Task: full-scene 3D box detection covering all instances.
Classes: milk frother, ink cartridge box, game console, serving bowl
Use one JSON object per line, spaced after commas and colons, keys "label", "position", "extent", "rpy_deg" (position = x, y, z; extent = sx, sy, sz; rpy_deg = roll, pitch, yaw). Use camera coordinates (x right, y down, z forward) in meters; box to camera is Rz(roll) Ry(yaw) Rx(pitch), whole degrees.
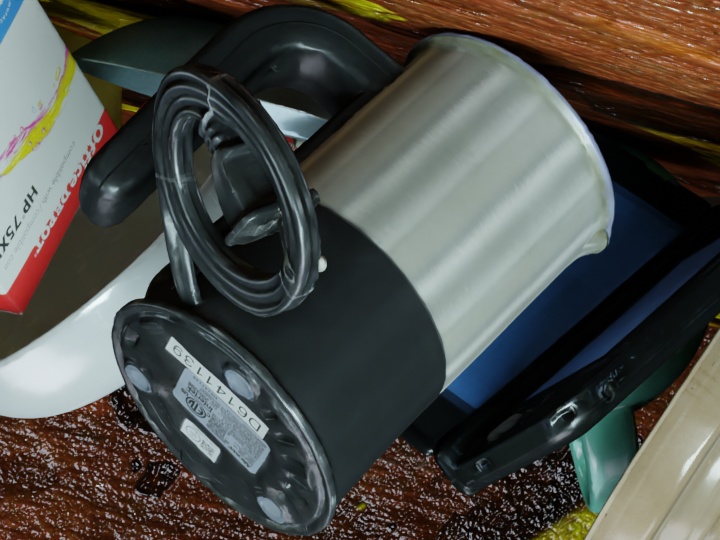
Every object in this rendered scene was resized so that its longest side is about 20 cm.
{"label": "milk frother", "position": [0.003, -0.028, 0.926], "extent": [0.181, 0.188, 0.200], "rpy_deg": [51, 152, -9]}
{"label": "ink cartridge box", "position": [-0.187, -0.062, 1.153], "extent": [0.067, 0.117, 0.200], "rpy_deg": [13, 155, 26]}
{"label": "game console", "position": [0.090, -0.006, 1.062], "extent": [0.117, 0.200, 0.176], "rpy_deg": [51, 154, 0]}
{"label": "serving bowl", "position": [-0.122, 0.007, 1.216], "extent": [0.066, 0.200, 0.200], "rpy_deg": [49, 166, -20]}

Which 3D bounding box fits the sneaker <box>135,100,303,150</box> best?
{"label": "sneaker", "position": [-0.107, -0.087, 1.704], "extent": [0.085, 0.077, 0.200], "rpy_deg": [22, 175, -30]}

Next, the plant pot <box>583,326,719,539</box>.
{"label": "plant pot", "position": [0.191, 0.084, 1.126], "extent": [0.092, 0.201, 0.201], "rpy_deg": [33, -178, 10]}

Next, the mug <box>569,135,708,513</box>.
{"label": "mug", "position": [0.118, 0.016, 1.232], "extent": [0.185, 0.152, 0.114], "rpy_deg": [44, 177, 2]}

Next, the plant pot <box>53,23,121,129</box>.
{"label": "plant pot", "position": [-0.248, -0.073, 1.358], "extent": [0.199, 0.177, 0.200], "rpy_deg": [21, -178, 28]}

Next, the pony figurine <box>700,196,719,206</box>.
{"label": "pony figurine", "position": [0.259, 0.045, 1.320], "extent": [0.192, 0.167, 0.200], "rpy_deg": [-10, -156, -11]}

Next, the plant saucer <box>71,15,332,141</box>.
{"label": "plant saucer", "position": [-0.053, -0.099, 1.237], "extent": [0.200, 0.039, 0.201], "rpy_deg": [16, 178, 0]}
